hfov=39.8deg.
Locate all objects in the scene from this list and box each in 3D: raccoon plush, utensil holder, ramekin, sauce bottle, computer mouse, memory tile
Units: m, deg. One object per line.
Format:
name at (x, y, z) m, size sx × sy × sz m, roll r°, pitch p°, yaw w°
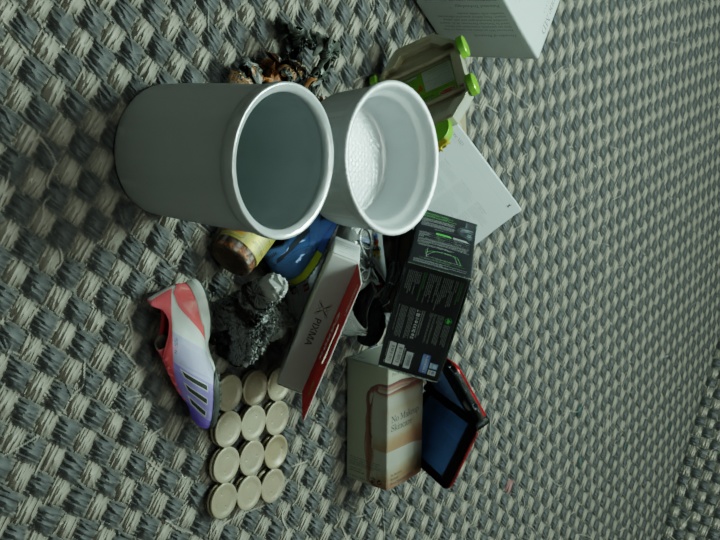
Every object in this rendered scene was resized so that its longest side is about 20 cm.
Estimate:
raccoon plush at (-0.109, 0.049, 1.273) m, size 0.134 × 0.199 × 0.097 m, roll -31°, pitch 95°, yaw -45°
utensil holder at (-0.157, -0.132, 1.139) m, size 0.169 × 0.199 × 0.172 m, roll -16°, pitch 110°, yaw -50°
ramekin at (0.010, -0.150, 1.332) m, size 0.200 × 0.097 × 0.202 m, roll -8°, pitch 100°, yaw -50°
sauce bottle at (-0.120, -0.084, 1.316) m, size 0.201 × 0.066 × 0.066 m, roll -58°, pitch 138°, yaw -31°
computer mouse at (0.034, 0.050, 1.427) m, size 0.200 × 0.034 × 0.059 m, roll 115°, pitch -11°, yaw -56°
memory tile at (-0.154, 0.235, 1.380) m, size 0.153 × 0.017 × 0.202 m, roll -5°, pitch 101°, yaw -53°

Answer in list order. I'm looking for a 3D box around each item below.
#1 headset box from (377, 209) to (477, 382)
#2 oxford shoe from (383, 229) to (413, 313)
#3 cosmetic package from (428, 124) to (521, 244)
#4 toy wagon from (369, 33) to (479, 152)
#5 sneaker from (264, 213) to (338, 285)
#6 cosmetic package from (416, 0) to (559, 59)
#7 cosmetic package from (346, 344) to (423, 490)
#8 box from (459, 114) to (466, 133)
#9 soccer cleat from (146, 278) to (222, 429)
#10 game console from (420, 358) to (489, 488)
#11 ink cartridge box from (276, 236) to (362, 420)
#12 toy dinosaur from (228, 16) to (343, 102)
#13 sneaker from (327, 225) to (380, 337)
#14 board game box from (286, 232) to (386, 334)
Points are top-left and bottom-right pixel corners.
headset box at (0.099, 0.029, 1.442) m, size 0.200 × 0.092 × 0.175 m, roll -72°, pitch 177°, yaw -63°
oxford shoe at (0.095, -0.023, 1.599) m, size 0.073 × 0.084 × 0.202 m, roll 26°, pitch 76°, yaw -51°
cosmetic package at (0.126, -0.127, 1.514) m, size 0.200 × 0.150 × 0.052 m, roll 50°, pitch 13°, yaw -17°
toy wagon at (0.097, -0.249, 1.447) m, size 0.040 × 0.154 × 0.201 m, roll 38°, pitch 37°, yaw -55°
sneaker at (-0.074, -0.077, 1.377) m, size 0.078 × 0.066 × 0.201 m, roll 41°, pitch 55°, yaw -23°
cosmetic package at (0.200, -0.462, 1.570) m, size 0.200 × 0.165 × 0.168 m, roll 42°, pitch 65°, yaw -50°
cosmetic package at (0.039, 0.230, 1.577) m, size 0.103 × 0.087 × 0.202 m, roll -17°, pitch 111°, yaw -49°
box at (0.111, -0.220, 1.567) m, size 0.078 × 0.094 × 0.202 m, roll -29°, pitch 122°, yaw -48°
soccer cleat at (-0.219, 0.110, 1.237) m, size 0.073 × 0.068 × 0.202 m, roll -14°, pitch 115°, yaw -26°
game console at (0.106, 0.219, 1.595) m, size 0.118 × 0.200 × 0.173 m, roll -35°, pitch 111°, yaw -11°
ink cartridge box at (-0.055, 0.071, 1.311) m, size 0.176 × 0.044 × 0.201 m, roll -93°, pitch -155°, yaw -75°
toy dinosaur at (-0.091, -0.253, 1.316) m, size 0.137 × 0.102 × 0.200 m, roll -68°, pitch 163°, yaw 8°
sneaker at (0.000, 0.000, 1.419) m, size 0.074 × 0.082 × 0.202 m, roll 7°, pitch 91°, yaw -52°
board game box at (-0.032, 0.025, 1.479) m, size 0.200 × 0.034 × 0.127 m, roll -29°, pitch 120°, yaw -46°
